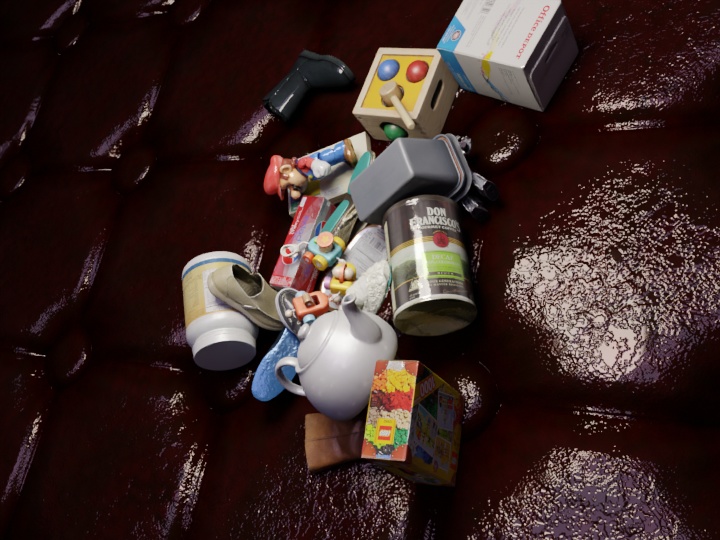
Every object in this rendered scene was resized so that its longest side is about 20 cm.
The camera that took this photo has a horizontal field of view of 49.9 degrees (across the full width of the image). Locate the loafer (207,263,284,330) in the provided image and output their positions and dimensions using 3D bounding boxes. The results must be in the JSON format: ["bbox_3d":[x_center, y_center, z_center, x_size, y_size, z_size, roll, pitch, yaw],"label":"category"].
[{"bbox_3d":[-0.196,0.051,1.478,0.068,0.198,0.076,-38,37,36],"label":"loafer"}]

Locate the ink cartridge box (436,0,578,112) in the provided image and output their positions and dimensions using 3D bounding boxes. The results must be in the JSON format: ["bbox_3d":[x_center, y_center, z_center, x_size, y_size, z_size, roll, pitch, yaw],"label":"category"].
[{"bbox_3d":[0.279,-0.418,1.458,0.199,0.144,0.148,27,82,37],"label":"ink cartridge box"}]

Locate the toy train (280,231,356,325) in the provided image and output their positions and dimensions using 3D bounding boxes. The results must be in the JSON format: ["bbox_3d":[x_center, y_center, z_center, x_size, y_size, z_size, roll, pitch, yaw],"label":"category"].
[{"bbox_3d":[-0.081,0.002,1.426,0.148,0.056,0.202,-13,52,-8],"label":"toy train"}]

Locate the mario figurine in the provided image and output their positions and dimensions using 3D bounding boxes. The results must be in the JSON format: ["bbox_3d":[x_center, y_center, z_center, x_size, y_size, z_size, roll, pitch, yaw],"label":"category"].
[{"bbox_3d":[-0.098,-0.189,1.560,0.197,0.124,0.107,-19,54,4],"label":"mario figurine"}]

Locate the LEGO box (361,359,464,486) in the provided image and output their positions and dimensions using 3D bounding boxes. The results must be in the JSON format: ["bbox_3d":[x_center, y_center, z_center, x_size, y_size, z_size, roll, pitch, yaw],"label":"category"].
[{"bbox_3d":[0.088,0.242,1.214,0.076,0.200,0.151,-3,66,29],"label":"LEGO box"}]

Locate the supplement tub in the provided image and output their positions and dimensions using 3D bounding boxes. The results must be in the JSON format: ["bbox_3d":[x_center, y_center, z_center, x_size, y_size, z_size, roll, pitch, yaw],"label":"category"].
[{"bbox_3d":[-0.279,0.081,1.544,0.143,0.145,0.202,-24,57,18],"label":"supplement tub"}]

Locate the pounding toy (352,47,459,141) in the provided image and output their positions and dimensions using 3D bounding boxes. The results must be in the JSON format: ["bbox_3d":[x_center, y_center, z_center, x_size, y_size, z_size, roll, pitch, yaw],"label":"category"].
[{"bbox_3d":[0.088,-0.338,1.534,0.182,0.142,0.203,12,73,34],"label":"pounding toy"}]

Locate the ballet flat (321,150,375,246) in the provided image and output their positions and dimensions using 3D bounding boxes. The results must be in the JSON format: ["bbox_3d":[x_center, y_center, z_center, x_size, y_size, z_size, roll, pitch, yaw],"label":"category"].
[{"bbox_3d":[-0.005,-0.134,1.531,0.202,0.075,0.068,-62,29,3],"label":"ballet flat"}]

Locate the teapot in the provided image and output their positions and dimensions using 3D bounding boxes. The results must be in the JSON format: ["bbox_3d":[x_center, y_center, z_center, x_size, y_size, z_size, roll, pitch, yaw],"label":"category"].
[{"bbox_3d":[-0.043,0.141,1.283,0.202,0.145,0.197,-57,11,-3],"label":"teapot"}]

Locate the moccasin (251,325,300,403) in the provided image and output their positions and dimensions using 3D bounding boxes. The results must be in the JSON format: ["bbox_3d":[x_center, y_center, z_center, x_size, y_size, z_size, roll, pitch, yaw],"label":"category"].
[{"bbox_3d":[-0.136,0.164,1.468,0.080,0.068,0.201,32,72,5],"label":"moccasin"}]

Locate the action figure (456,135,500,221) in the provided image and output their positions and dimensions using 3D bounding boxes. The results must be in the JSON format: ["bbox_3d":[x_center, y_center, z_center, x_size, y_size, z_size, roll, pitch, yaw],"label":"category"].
[{"bbox_3d":[0.180,-0.182,1.449,0.131,0.069,0.200,-56,46,18],"label":"action figure"}]

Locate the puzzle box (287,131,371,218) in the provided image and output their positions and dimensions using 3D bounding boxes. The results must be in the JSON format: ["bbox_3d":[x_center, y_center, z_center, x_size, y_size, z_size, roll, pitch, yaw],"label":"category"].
[{"bbox_3d":[-0.066,-0.199,1.630,0.197,0.025,0.135,-18,60,22],"label":"puzzle box"}]

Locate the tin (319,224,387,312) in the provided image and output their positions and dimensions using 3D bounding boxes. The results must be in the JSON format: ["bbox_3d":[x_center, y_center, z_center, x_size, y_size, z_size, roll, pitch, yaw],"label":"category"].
[{"bbox_3d":[0.000,0.000,1.488,0.112,0.042,0.201,35,87,42],"label":"tin"}]

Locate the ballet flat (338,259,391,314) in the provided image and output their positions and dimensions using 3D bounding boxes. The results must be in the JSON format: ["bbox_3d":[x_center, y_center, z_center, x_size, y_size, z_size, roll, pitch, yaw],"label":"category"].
[{"bbox_3d":[-0.002,0.062,1.373,0.072,0.071,0.201,63,146,36],"label":"ballet flat"}]

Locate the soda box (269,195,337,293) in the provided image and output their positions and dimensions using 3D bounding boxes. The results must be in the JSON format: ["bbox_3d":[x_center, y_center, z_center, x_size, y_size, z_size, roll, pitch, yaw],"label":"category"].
[{"bbox_3d":[-0.109,-0.045,1.551,0.063,0.070,0.203,8,70,38],"label":"soda box"}]

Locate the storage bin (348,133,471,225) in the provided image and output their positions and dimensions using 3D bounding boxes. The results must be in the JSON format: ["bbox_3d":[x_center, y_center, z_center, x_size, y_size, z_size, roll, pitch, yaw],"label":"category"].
[{"bbox_3d":[0.077,-0.166,1.404,0.199,0.133,0.147,-38,62,40],"label":"storage bin"}]

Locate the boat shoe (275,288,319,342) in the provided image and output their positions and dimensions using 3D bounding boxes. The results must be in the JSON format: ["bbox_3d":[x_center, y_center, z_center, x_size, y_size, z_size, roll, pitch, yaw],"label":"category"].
[{"bbox_3d":[-0.089,0.111,1.419,0.069,0.066,0.201,-29,77,-15],"label":"boat shoe"}]

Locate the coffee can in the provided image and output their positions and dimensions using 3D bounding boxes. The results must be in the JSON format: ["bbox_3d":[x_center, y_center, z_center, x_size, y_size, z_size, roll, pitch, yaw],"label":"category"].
[{"bbox_3d":[0.119,-0.007,1.352,0.145,0.146,0.203,-18,59,22],"label":"coffee can"}]

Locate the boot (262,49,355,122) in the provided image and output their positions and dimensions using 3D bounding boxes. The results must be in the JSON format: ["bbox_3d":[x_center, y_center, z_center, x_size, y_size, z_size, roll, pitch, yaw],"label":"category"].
[{"bbox_3d":[-0.119,-0.398,1.724,0.199,0.076,0.169,30,80,44],"label":"boot"}]

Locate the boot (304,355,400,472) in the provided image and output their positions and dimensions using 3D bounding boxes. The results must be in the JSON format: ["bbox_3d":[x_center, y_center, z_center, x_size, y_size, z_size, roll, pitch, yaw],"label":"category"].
[{"bbox_3d":[-0.010,0.250,1.371,0.198,0.068,0.191,-17,66,31],"label":"boot"}]
